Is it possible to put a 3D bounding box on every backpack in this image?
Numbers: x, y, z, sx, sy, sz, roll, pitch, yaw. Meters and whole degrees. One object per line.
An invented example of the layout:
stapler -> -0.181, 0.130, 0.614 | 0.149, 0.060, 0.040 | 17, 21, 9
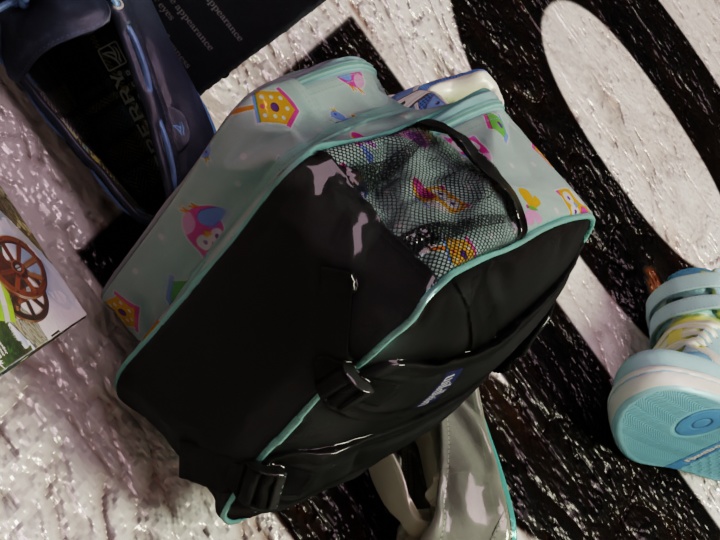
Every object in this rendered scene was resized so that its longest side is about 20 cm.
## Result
backpack -> 0.000, 0.000, 0.921 | 0.200, 0.176, 0.153 | -14, 59, -49

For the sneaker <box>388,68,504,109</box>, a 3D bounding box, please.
sneaker -> 0.016, -0.054, 1.099 | 0.076, 0.077, 0.200 | 52, 32, -14

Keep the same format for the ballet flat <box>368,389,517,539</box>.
ballet flat -> 0.029, 0.061, 1.033 | 0.064, 0.067, 0.200 | 5, 52, -20

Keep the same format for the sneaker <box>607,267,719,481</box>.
sneaker -> 0.191, 0.049, 1.264 | 0.200, 0.079, 0.131 | 27, 43, -56

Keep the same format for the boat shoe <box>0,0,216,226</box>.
boat shoe -> -0.125, -0.110, 0.935 | 0.200, 0.084, 0.069 | 51, 20, -8

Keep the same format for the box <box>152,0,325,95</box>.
box -> -0.054, -0.191, 0.996 | 0.148, 0.200, 0.104 | 53, 31, -9

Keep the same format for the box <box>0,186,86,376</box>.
box -> -0.204, -0.035, 0.798 | 0.200, 0.038, 0.137 | 56, 30, -4
